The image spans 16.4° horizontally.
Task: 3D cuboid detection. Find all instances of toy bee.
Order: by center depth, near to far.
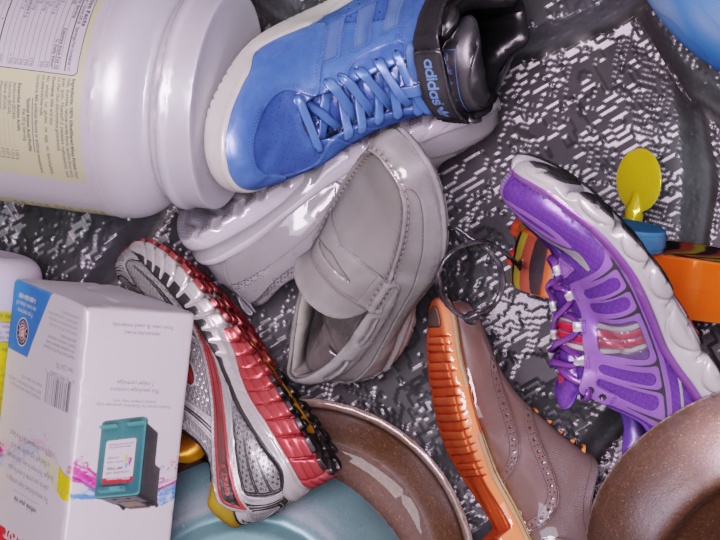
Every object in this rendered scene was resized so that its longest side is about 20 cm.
[{"bbox_3d":[0.131,-0.010,1.409,0.199,0.109,0.131,27,94,-21],"label":"toy bee"}]

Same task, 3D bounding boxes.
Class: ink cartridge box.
[{"bbox_3d":[-0.154,0.112,1.386,0.067,0.116,0.201,4,96,-28],"label":"ink cartridge box"}]

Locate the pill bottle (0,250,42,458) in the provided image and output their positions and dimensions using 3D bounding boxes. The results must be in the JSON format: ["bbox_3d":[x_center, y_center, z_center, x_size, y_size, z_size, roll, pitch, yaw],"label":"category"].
[{"bbox_3d":[-0.251,0.085,1.452,0.109,0.109,0.201,8,93,8],"label":"pill bottle"}]

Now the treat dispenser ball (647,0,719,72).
[{"bbox_3d":[0.240,-0.195,1.328,0.200,0.201,0.202,0,92,8],"label":"treat dispenser ball"}]

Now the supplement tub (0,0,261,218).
[{"bbox_3d":[-0.167,-0.107,1.405,0.199,0.145,0.146,8,93,15],"label":"supplement tub"}]

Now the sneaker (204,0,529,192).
[{"bbox_3d":[0.011,-0.105,1.365,0.111,0.200,0.077,14,131,42],"label":"sneaker"}]

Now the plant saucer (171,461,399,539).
[{"bbox_3d":[-0.063,0.207,1.417,0.199,0.036,0.201,0,92,9],"label":"plant saucer"}]

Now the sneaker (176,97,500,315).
[{"bbox_3d":[-0.005,-0.048,1.446,0.199,0.075,0.082,-28,123,3],"label":"sneaker"}]

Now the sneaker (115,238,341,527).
[{"bbox_3d":[-0.094,0.060,1.413,0.082,0.078,0.200,-38,54,4],"label":"sneaker"}]

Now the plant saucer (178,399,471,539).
[{"bbox_3d":[-0.030,0.174,1.453,0.199,0.037,0.202,0,92,8],"label":"plant saucer"}]

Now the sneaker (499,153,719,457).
[{"bbox_3d":[0.127,0.028,1.320,0.083,0.081,0.200,-34,111,-1],"label":"sneaker"}]

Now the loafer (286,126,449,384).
[{"bbox_3d":[0.000,0.000,1.377,0.070,0.200,0.070,-23,58,-26],"label":"loafer"}]

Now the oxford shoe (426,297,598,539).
[{"bbox_3d":[0.092,0.104,1.434,0.073,0.071,0.201,-20,95,-10],"label":"oxford shoe"}]

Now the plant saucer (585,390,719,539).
[{"bbox_3d":[0.225,0.146,1.365,0.199,0.037,0.201,-5,127,-7],"label":"plant saucer"}]
